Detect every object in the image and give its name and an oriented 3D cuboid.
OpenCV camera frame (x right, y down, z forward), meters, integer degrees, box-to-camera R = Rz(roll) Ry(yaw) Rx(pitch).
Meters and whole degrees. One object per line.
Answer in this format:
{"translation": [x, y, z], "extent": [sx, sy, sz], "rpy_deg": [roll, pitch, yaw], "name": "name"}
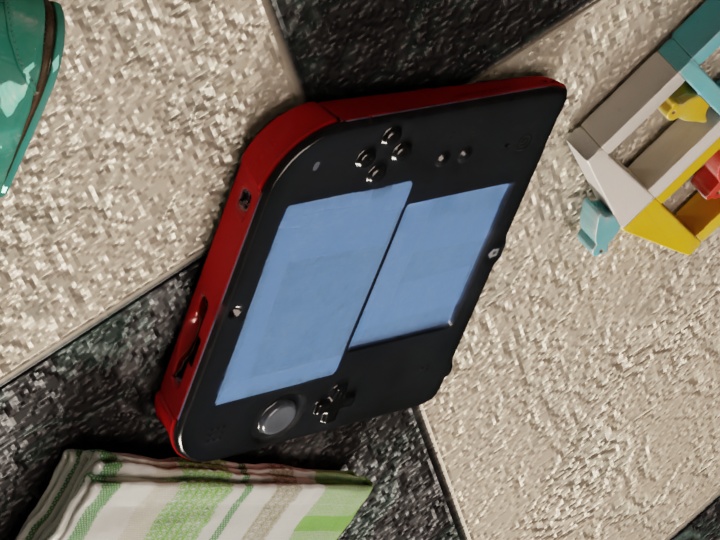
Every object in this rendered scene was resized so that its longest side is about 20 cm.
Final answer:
{"translation": [-0.169, -0.030, 1.091], "extent": [0.070, 0.067, 0.200], "rpy_deg": [7, 128, -16], "name": "ballet flat"}
{"translation": [-0.100, 0.147, 1.375], "extent": [0.200, 0.031, 0.149], "rpy_deg": [8, 126, -49], "name": "towel"}
{"translation": [0.000, 0.000, 1.296], "extent": [0.177, 0.031, 0.200], "rpy_deg": [-8, 135, -37], "name": "game console"}
{"translation": [0.181, -0.082, 1.380], "extent": [0.200, 0.020, 0.131], "rpy_deg": [-45, 145, 7], "name": "toy zoo"}
